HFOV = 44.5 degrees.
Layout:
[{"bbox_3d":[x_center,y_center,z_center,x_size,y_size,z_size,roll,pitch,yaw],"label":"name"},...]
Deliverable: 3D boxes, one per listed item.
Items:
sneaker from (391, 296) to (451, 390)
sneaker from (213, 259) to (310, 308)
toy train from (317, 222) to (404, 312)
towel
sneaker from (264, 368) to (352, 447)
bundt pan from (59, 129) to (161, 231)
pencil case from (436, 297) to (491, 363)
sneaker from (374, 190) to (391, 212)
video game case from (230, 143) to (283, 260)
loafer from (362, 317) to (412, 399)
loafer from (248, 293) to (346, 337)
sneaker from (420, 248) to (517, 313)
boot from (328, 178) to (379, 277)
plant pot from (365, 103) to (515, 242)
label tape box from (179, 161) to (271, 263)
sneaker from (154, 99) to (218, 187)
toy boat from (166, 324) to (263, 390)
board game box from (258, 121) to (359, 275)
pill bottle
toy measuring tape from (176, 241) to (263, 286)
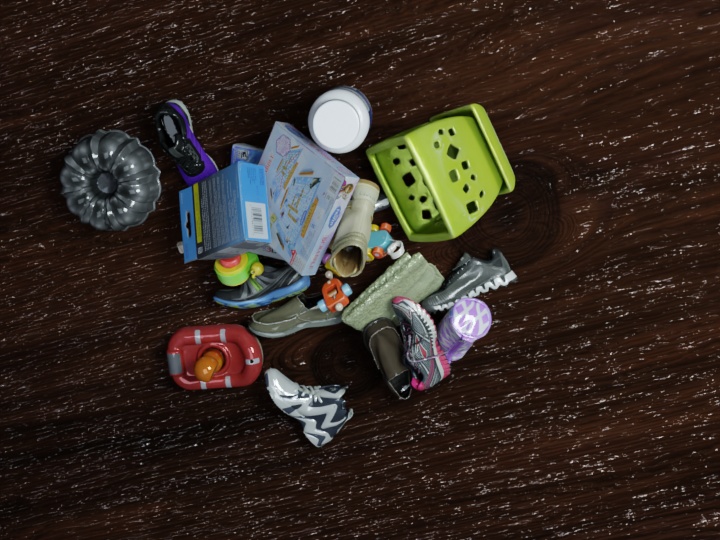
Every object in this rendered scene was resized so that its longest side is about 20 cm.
[{"bbox_3d":[0.107,0.138,1.675,0.074,0.080,0.202,-33,112,-21],"label":"sneaker"},{"bbox_3d":[-0.197,0.025,1.746,0.197,0.071,0.084,-17,81,10],"label":"sneaker"},{"bbox_3d":[0.000,0.000,1.694,0.199,0.151,0.056,-36,132,7],"label":"toy train"},{"bbox_3d":[0.066,0.054,1.703,0.200,0.037,0.148,-41,143,9],"label":"towel"},{"bbox_3d":[-0.093,0.249,1.783,0.129,0.080,0.200,-37,100,10],"label":"sneaker"},{"bbox_3d":[-0.490,-0.169,1.702,0.199,0.076,0.205,1,103,3],"label":"bundt pan"},{"bbox_3d":[0.190,0.116,1.672,0.083,0.200,0.087,7,72,-3],"label":"pencil case"},{"bbox_3d":[-0.030,-0.151,1.682,0.197,0.072,0.084,-3,103,4],"label":"sneaker"},{"bbox_3d":[-0.167,-0.128,1.679,0.179,0.045,0.203,12,106,21],"label":"video game case"},{"bbox_3d":[0.066,0.174,1.723,0.072,0.071,0.201,-30,127,-5],"label":"loafer"},{"bbox_3d":[-0.127,0.077,1.741,0.197,0.075,0.071,-12,118,-4],"label":"loafer"},{"bbox_3d":[0.200,0.015,1.711,0.198,0.066,0.092,-22,95,-3],"label":"sneaker"},{"bbox_3d":[-0.026,-0.051,1.601,0.072,0.157,0.200,19,146,-14],"label":"boot"},{"bbox_3d":[0.153,-0.182,1.591,0.180,0.200,0.201,-32,102,-19],"label":"plant pot"},{"bbox_3d":[-0.251,-0.101,1.622,0.199,0.063,0.146,-16,76,45],"label":"label tape box"},{"bbox_3d":[-0.335,-0.222,1.665,0.069,0.100,0.202,-25,101,11],"label":"sneaker"},{"bbox_3d":[-0.294,0.182,1.750,0.197,0.131,0.132,-5,104,5],"label":"toy boat"},{"bbox_3d":[-0.116,-0.130,1.578,0.199,0.041,0.202,41,116,30],"label":"board game box"},{"bbox_3d":[-0.036,-0.271,1.585,0.109,0.200,0.113,1,105,3],"label":"pill bottle"},{"bbox_3d":[-0.280,-0.012,1.705,0.197,0.073,0.075,11,106,19],"label":"toy measuring tape"}]
